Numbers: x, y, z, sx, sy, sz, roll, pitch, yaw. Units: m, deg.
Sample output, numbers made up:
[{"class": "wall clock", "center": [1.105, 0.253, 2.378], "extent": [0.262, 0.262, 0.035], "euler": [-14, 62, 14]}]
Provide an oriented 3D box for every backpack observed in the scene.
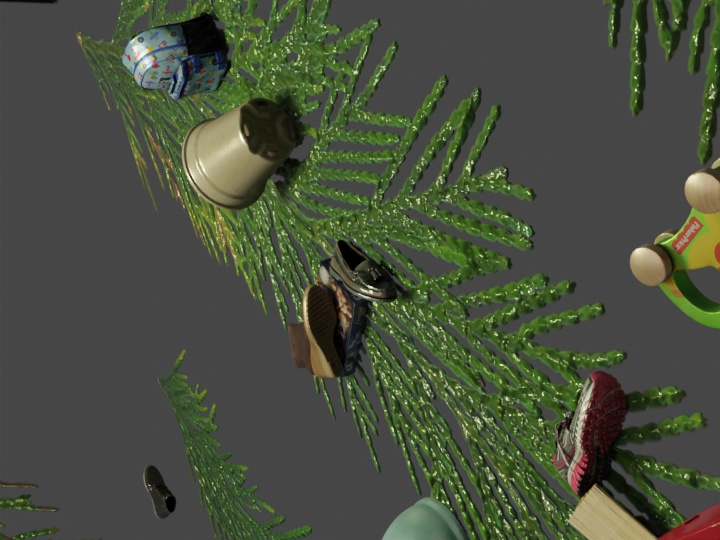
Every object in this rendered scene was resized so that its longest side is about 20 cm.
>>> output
[{"class": "backpack", "center": [-0.412, -0.459, 2.020], "extent": [0.182, 0.198, 0.136], "euler": [-34, 76, 59]}]

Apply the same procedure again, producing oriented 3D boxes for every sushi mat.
[{"class": "sushi mat", "center": [0.370, 0.378, 1.230], "extent": [0.200, 0.012, 0.096], "euler": [41, 141, 24]}]

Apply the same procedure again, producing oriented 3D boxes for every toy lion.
[{"class": "toy lion", "center": [0.406, -0.009, 0.973], "extent": [0.192, 0.068, 0.201], "euler": [51, 145, 22]}]

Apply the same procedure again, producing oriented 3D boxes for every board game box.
[{"class": "board game box", "center": [-0.045, 0.094, 1.834], "extent": [0.136, 0.034, 0.202], "euler": [48, 143, 37]}]

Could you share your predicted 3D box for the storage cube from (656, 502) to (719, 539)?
[{"class": "storage cube", "center": [0.434, 0.317, 0.954], "extent": [0.173, 0.198, 0.180], "euler": [63, 143, 18]}]

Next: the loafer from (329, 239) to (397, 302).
[{"class": "loafer", "center": [0.000, 0.000, 1.676], "extent": [0.199, 0.071, 0.064], "euler": [31, 125, 54]}]

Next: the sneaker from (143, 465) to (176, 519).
[{"class": "sneaker", "center": [-0.729, 0.802, 3.386], "extent": [0.106, 0.074, 0.202], "euler": [-35, 74, 47]}]

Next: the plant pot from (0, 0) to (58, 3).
[{"class": "plant pot", "center": [-1.064, -0.983, 2.919], "extent": [0.200, 0.197, 0.180], "euler": [124, 135, -55]}]

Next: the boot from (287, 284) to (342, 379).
[{"class": "boot", "center": [-0.109, 0.119, 1.848], "extent": [0.166, 0.072, 0.203], "euler": [9, 116, 56]}]

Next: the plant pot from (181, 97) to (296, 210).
[{"class": "plant pot", "center": [-0.228, -0.246, 1.848], "extent": [0.183, 0.199, 0.203], "euler": [-25, 83, 49]}]

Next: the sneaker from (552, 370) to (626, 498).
[{"class": "sneaker", "center": [0.300, 0.218, 1.249], "extent": [0.075, 0.080, 0.202], "euler": [45, 141, 44]}]

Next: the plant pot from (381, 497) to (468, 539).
[{"class": "plant pot", "center": [0.106, 0.542, 1.703], "extent": [0.200, 0.133, 0.203], "euler": [35, 133, 47]}]
